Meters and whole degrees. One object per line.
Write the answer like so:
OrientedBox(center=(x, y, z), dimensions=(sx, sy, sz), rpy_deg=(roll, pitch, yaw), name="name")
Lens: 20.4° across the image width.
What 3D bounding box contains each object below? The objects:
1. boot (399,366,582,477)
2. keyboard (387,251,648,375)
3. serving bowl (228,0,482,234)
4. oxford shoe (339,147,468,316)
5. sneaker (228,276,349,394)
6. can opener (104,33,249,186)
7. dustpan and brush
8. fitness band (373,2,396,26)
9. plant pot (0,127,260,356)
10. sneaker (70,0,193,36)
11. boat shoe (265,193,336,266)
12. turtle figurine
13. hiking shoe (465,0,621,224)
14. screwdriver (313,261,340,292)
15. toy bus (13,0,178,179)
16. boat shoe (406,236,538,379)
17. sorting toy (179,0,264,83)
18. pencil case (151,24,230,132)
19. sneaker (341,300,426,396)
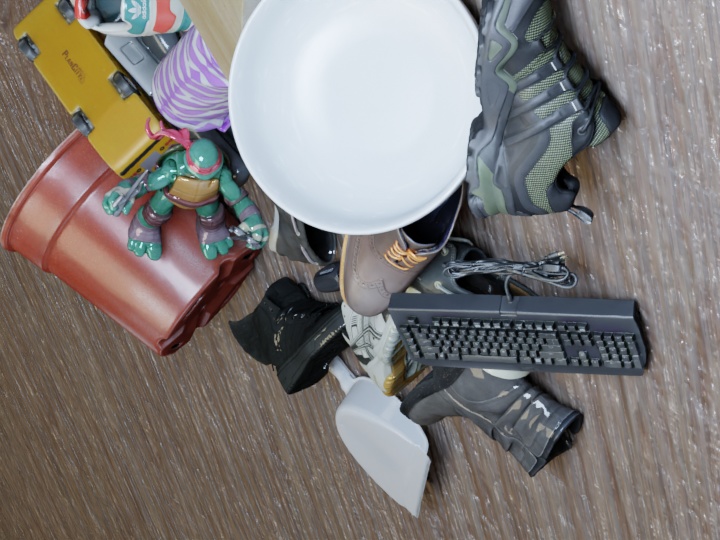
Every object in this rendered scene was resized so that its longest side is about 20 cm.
OrientedBox(center=(0.110, 0.128, 1.714), dimensions=(0.132, 0.070, 0.200), rpy_deg=(45, 161, 6), name="boot")
OrientedBox(center=(0.114, 0.035, 1.503), dimensions=(0.199, 0.021, 0.128), rpy_deg=(1, 134, 25), name="keyboard")
OrientedBox(center=(0.008, -0.127, 1.442), dimensions=(0.200, 0.200, 0.066), rpy_deg=(48, -162, 12), name="serving bowl")
OrientedBox(center=(0.031, -0.029, 1.525), dimensions=(0.071, 0.073, 0.201), rpy_deg=(20, 129, -8), name="oxford shoe")
OrientedBox(center=(-0.061, 0.049, 1.927), dimensions=(0.105, 0.060, 0.200), rpy_deg=(63, 147, 16), name="sneaker")
OrientedBox(center=(-0.160, -0.163, 1.835), dimensions=(0.200, 0.053, 0.067), rpy_deg=(50, 156, 8), name="can opener")
OrientedBox(center=(0.004, 0.136, 1.959), dimensions=(0.200, 0.057, 0.140), rpy_deg=(38, 152, 18), name="dustpan and brush")
OrientedBox(center=(0.005, -0.150, 1.554), dimensions=(0.143, 0.037, 0.201), rpy_deg=(36, 151, 36), name="fitness band")
OrientedBox(center=(-0.217, -0.032, 1.977), dimensions=(0.195, 0.201, 0.201), rpy_deg=(42, 156, 7), name="plant pot")
OrientedBox(center=(-0.223, -0.247, 1.761), dimensions=(0.199, 0.093, 0.071), rpy_deg=(21, 114, 49), name="sneaker")
OrientedBox(center=(-0.046, -0.066, 1.753), dimensions=(0.057, 0.067, 0.200), rpy_deg=(23, 155, 11), name="boat shoe")
OrientedBox(center=(-0.149, -0.065, 1.776), dimensions=(0.149, 0.101, 0.200), rpy_deg=(16, 160, -6), name="turtle figurine")
OrientedBox(center=(0.125, -0.126, 1.326), dimensions=(0.100, 0.076, 0.201), rpy_deg=(5, 122, 2), name="hiking shoe")
OrientedBox(center=(0.000, 0.000, 1.782), dimensions=(0.028, 0.029, 0.200), rpy_deg=(56, 161, -7), name="screwdriver")
OrientedBox(center=(-0.244, -0.171, 1.870), dimensions=(0.200, 0.065, 0.078), rpy_deg=(52, -171, 28), name="toy bus")
OrientedBox(center=(0.076, -0.002, 1.603), dimensions=(0.200, 0.072, 0.068), rpy_deg=(44, 136, 26), name="boat shoe")
OrientedBox(center=(-0.103, -0.270, 1.510), dimensions=(0.201, 0.069, 0.199), rpy_deg=(59, 161, 25), name="sorting toy")
OrientedBox(center=(-0.117, -0.171, 1.681), dimensions=(0.086, 0.084, 0.200), rpy_deg=(48, 161, -5), name="pencil case")
OrientedBox(center=(0.018, 0.038, 1.746), dimensions=(0.088, 0.076, 0.200), rpy_deg=(46, 156, 16), name="sneaker")
